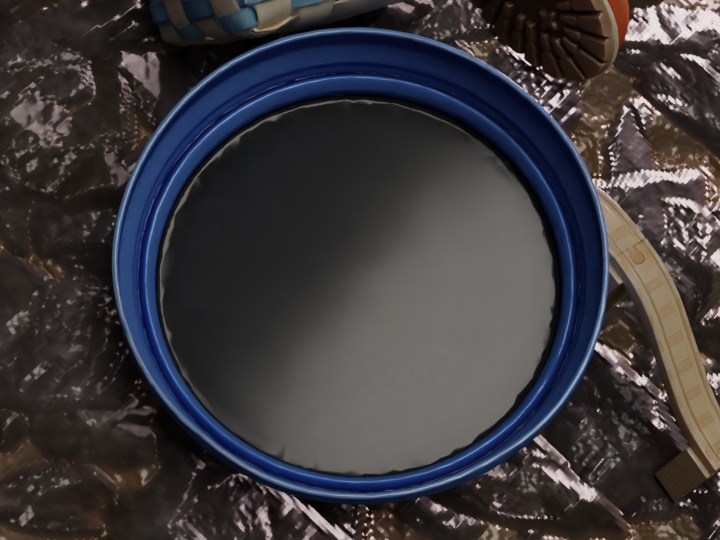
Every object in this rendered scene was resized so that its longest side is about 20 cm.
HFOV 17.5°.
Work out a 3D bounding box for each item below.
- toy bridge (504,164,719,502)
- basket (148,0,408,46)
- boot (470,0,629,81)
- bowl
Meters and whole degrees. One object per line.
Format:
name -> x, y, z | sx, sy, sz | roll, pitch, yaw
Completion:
toy bridge -> 0.104, 0.007, 1.009 | 0.027, 0.067, 0.200 | -29, 77, -31
basket -> -0.042, -0.202, 1.002 | 0.176, 0.139, 0.200 | -15, 101, -27
boot -> 0.088, -0.183, 1.099 | 0.107, 0.075, 0.200 | -16, 70, -33
bowl -> 0.000, 0.000, 0.956 | 0.200, 0.039, 0.201 | 1, 71, -2
